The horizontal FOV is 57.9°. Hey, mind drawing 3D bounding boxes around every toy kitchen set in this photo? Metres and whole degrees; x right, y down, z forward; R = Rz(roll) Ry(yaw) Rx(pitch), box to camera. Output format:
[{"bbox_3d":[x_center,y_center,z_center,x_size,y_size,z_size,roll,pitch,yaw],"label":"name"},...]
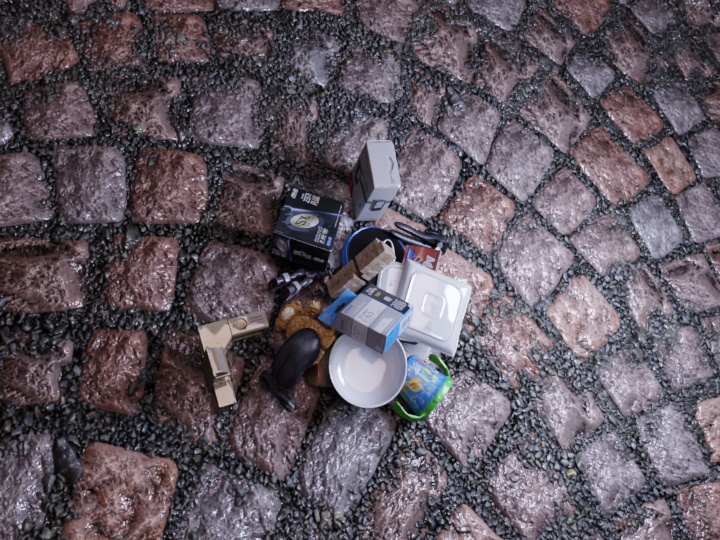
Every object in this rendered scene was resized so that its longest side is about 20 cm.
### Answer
[{"bbox_3d":[-0.289,0.209,1.578,0.176,0.164,0.204,-13,72,-22],"label":"toy kitchen set"}]

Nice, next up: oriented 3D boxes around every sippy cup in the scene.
[{"bbox_3d":[0.151,0.296,1.696,0.130,0.178,0.141,41,107,5],"label":"sippy cup"}]

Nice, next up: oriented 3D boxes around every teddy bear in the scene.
[{"bbox_3d":[-0.146,0.150,1.652,0.066,0.145,0.202,19,33,-52],"label":"teddy bear"}]

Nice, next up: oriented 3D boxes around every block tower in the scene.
[{"bbox_3d":[0.000,0.000,1.714,0.057,0.199,0.055,31,28,-44],"label":"block tower"}]

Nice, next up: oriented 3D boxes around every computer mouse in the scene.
[{"bbox_3d":[-0.170,0.231,1.592,0.138,0.052,0.202,38,101,27],"label":"computer mouse"}]

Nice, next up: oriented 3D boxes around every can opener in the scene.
[{"bbox_3d":[0.171,-0.091,1.899,0.195,0.065,0.079,13,20,-26],"label":"can opener"}]

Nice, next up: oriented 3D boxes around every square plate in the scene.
[{"bbox_3d":[0.185,0.094,1.694,0.196,0.028,0.203,21,72,-9],"label":"square plate"}]

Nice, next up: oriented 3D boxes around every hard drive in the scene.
[{"bbox_3d":[0.099,0.082,1.713,0.136,0.038,0.206,12,74,-7],"label":"hard drive"}]

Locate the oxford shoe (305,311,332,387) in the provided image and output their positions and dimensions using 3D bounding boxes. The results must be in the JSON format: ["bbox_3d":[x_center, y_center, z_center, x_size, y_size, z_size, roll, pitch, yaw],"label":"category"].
[{"bbox_3d":[-0.103,0.208,1.703,0.073,0.070,0.205,19,60,-37],"label":"oxford shoe"}]

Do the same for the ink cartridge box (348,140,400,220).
[{"bbox_3d":[0.036,-0.254,1.853,0.081,0.201,0.149,-3,68,-18],"label":"ink cartridge box"}]

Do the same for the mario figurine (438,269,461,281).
[{"bbox_3d":[0.201,0.035,1.808,0.121,0.107,0.203,8,41,-30],"label":"mario figurine"}]

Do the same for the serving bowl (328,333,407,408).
[{"bbox_3d":[0.017,0.241,1.632,0.194,0.066,0.206,1,77,-3],"label":"serving bowl"}]

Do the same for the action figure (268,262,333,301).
[{"bbox_3d":[-0.148,0.016,1.759,0.197,0.070,0.131,-24,69,-40],"label":"action figure"}]

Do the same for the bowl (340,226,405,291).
[{"bbox_3d":[0.041,-0.032,1.853,0.195,0.039,0.206,6,66,-14],"label":"bowl"}]

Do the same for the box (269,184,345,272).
[{"bbox_3d":[-0.142,-0.116,1.768,0.160,0.087,0.203,19,46,-3],"label":"box"}]

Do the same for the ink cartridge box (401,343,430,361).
[{"bbox_3d":[0.121,0.182,1.795,0.160,0.050,0.203,29,78,-4],"label":"ink cartridge box"}]

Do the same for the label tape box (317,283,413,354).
[{"bbox_3d":[0.013,0.103,1.609,0.197,0.067,0.143,27,41,21],"label":"label tape box"}]

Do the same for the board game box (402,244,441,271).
[{"bbox_3d":[0.151,0.035,1.775,0.100,0.019,0.205,10,74,18],"label":"board game box"}]

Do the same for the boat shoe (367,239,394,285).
[{"bbox_3d":[0.065,0.012,1.780,0.070,0.069,0.205,15,65,-11],"label":"boat shoe"}]

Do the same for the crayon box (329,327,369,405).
[{"bbox_3d":[-0.002,0.233,1.703,0.116,0.058,0.205,-12,74,-11],"label":"crayon box"}]
